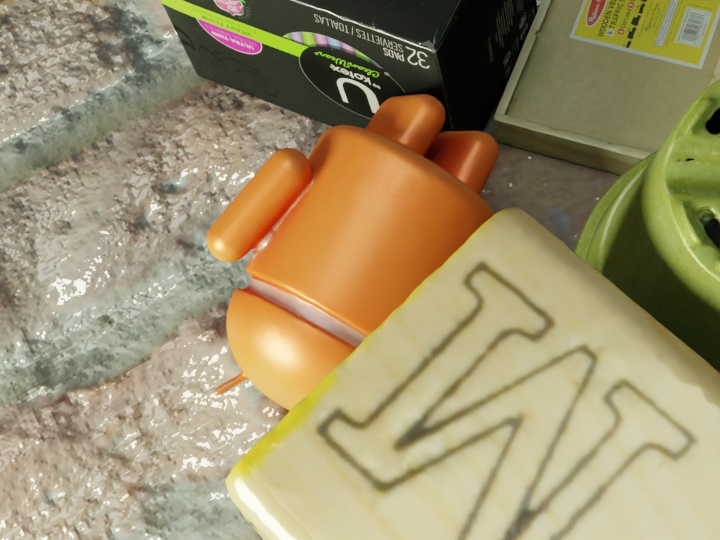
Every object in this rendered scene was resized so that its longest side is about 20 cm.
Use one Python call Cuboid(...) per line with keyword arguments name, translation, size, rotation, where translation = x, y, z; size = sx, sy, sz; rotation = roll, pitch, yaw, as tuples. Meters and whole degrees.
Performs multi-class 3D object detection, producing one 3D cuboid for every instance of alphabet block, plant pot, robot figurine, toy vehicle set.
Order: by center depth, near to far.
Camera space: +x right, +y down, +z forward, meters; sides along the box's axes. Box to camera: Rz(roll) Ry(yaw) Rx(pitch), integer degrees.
Cuboid(name="alphabet block", translation=(0.083, 0.128, 0.701), size=(0.196, 0.196, 0.200), rotation=(-42, 66, -13))
Cuboid(name="plant pot", translation=(0.208, -0.012, 0.732), size=(0.199, 0.190, 0.201), rotation=(-2, 73, 6))
Cuboid(name="robot figurine", translation=(-0.002, -0.001, 0.809), size=(0.116, 0.144, 0.201), rotation=(25, 84, 32))
Cuboid(name="toy vehicle set", translation=(0.176, -0.155, 0.912), size=(0.124, 0.027, 0.201), rotation=(18, 69, 17))

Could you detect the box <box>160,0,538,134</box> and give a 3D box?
Cuboid(name="box", translation=(-0.009, -0.173, 0.884), size=(0.199, 0.149, 0.125), rotation=(22, 71, 19))
